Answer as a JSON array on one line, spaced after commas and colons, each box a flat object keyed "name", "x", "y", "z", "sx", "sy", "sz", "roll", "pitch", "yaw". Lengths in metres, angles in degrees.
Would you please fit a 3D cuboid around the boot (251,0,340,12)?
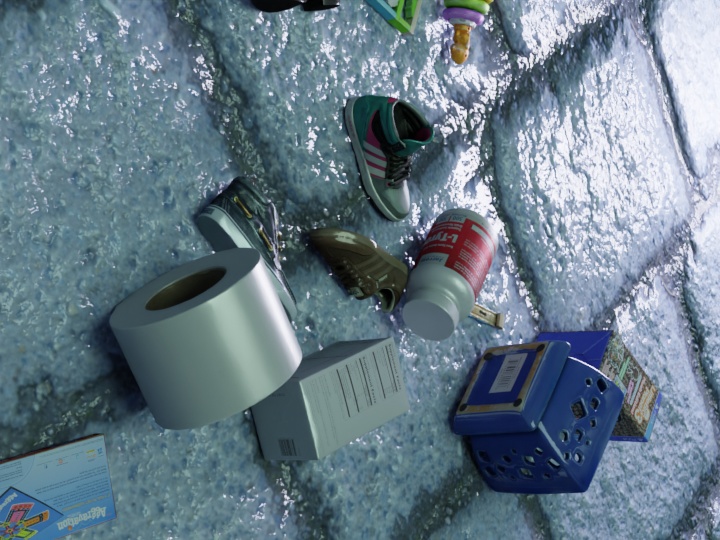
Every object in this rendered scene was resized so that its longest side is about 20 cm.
[{"name": "boot", "x": -0.102, "y": -0.470, "z": 1.719, "sx": 0.187, "sy": 0.068, "sz": 0.203, "roll": -15, "pitch": 97, "yaw": -47}]

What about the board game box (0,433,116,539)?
[{"name": "board game box", "x": -0.369, "y": 0.259, "z": 1.392, "sx": 0.198, "sy": 0.019, "sz": 0.105, "roll": -11, "pitch": 93, "yaw": -47}]

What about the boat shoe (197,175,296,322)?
[{"name": "boat shoe", "x": -0.129, "y": -0.027, "z": 1.642, "sx": 0.091, "sy": 0.070, "sz": 0.201, "roll": -51, "pitch": 120, "yaw": -32}]

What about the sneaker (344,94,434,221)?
[{"name": "sneaker", "x": 0.061, "y": -0.172, "z": 1.828, "sx": 0.083, "sy": 0.120, "sz": 0.202, "roll": -38, "pitch": 114, "yaw": -42}]

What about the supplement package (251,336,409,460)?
[{"name": "supplement package", "x": -0.041, "y": 0.174, "z": 1.688, "sx": 0.199, "sy": 0.113, "sz": 0.111, "roll": -21, "pitch": 100, "yaw": -46}]

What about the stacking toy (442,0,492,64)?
[{"name": "stacking toy", "x": 0.175, "y": -0.437, "z": 2.008, "sx": 0.116, "sy": 0.108, "sz": 0.203, "roll": 10, "pitch": 90, "yaw": -58}]

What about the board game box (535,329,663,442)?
[{"name": "board game box", "x": 0.407, "y": 0.203, "z": 2.141, "sx": 0.200, "sy": 0.158, "sz": 0.098, "roll": 48, "pitch": 55, "yaw": -32}]

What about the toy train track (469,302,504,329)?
[{"name": "toy train track", "x": 0.182, "y": 0.057, "z": 2.002, "sx": 0.199, "sy": 0.032, "sz": 0.116, "roll": 26, "pitch": 68, "yaw": -44}]

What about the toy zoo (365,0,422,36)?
[{"name": "toy zoo", "x": 0.030, "y": -0.473, "z": 1.898, "sx": 0.199, "sy": 0.020, "sz": 0.133, "roll": 35, "pitch": 61, "yaw": -40}]

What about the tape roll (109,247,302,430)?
[{"name": "tape roll", "x": -0.185, "y": 0.080, "z": 1.478, "sx": 0.202, "sy": 0.201, "sz": 0.141, "roll": -40, "pitch": 114, "yaw": -42}]

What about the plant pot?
[{"name": "plant pot", "x": 0.277, "y": 0.228, "z": 1.976, "sx": 0.180, "sy": 0.199, "sz": 0.201, "roll": 48, "pitch": 55, "yaw": -25}]

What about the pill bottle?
[{"name": "pill bottle", "x": 0.134, "y": 0.007, "z": 1.880, "sx": 0.113, "sy": 0.111, "sz": 0.201, "roll": 55, "pitch": 42, "yaw": -28}]

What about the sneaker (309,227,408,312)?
[{"name": "sneaker", "x": 0.000, "y": 0.000, "z": 1.783, "sx": 0.199, "sy": 0.070, "sz": 0.077, "roll": 26, "pitch": 68, "yaw": -42}]
